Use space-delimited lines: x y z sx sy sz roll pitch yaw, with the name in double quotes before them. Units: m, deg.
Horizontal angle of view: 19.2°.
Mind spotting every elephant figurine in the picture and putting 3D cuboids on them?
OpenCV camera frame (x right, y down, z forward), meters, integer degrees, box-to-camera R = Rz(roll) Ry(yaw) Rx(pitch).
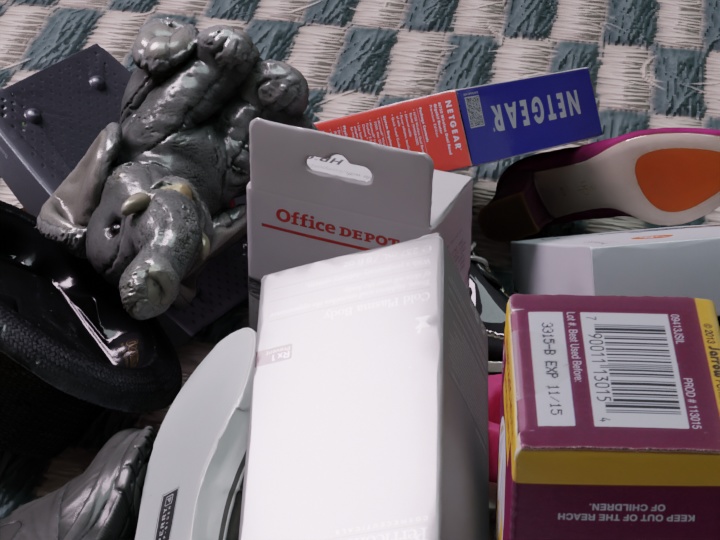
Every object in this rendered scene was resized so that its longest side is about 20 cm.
"elephant figurine" -0.121 -0.040 1.245 0.141 0.155 0.200 18 64 20

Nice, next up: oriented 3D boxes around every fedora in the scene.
"fedora" -0.200 0.041 1.217 0.201 0.092 0.201 33 14 -9

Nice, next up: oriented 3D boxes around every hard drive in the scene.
"hard drive" -0.146 -0.046 1.355 0.200 0.042 0.135 47 41 6

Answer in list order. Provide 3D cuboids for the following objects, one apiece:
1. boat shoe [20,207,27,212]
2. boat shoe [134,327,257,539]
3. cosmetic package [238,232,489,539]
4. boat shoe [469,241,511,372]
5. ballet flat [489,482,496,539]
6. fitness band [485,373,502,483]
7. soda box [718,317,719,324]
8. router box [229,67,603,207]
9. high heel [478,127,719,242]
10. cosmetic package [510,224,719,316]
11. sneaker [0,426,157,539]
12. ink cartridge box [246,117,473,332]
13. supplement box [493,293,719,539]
"boat shoe" -0.216 -0.002 1.352 0.200 0.070 0.070 -18 71 -43
"boat shoe" -0.071 0.124 1.087 0.071 0.064 0.200 -25 41 43
"cosmetic package" 0.005 0.089 1.049 0.107 0.090 0.200 -13 43 14
"boat shoe" 0.050 0.010 1.318 0.072 0.068 0.200 -13 28 -32
"ballet flat" 0.023 0.137 1.113 0.200 0.074 0.074 -3 30 -6
"fitness band" 0.121 0.087 1.161 0.144 0.037 0.200 7 7 10
"soda box" 0.251 0.097 1.189 0.071 0.063 0.200 -5 31 -12
"router box" 0.036 -0.085 1.392 0.179 0.049 0.200 -11 3 31
"high heel" 0.177 -0.069 1.414 0.200 0.067 0.096 -9 19 27
"cosmetic package" 0.186 0.001 1.284 0.151 0.052 0.200 -7 3 -9
"sneaker" -0.156 0.142 1.101 0.091 0.076 0.200 -2 24 17
"ink cartridge box" 0.000 0.000 1.214 0.116 0.200 0.068 13 33 20
"supplement box" 0.115 0.127 0.999 0.103 0.200 0.131 1 30 1
